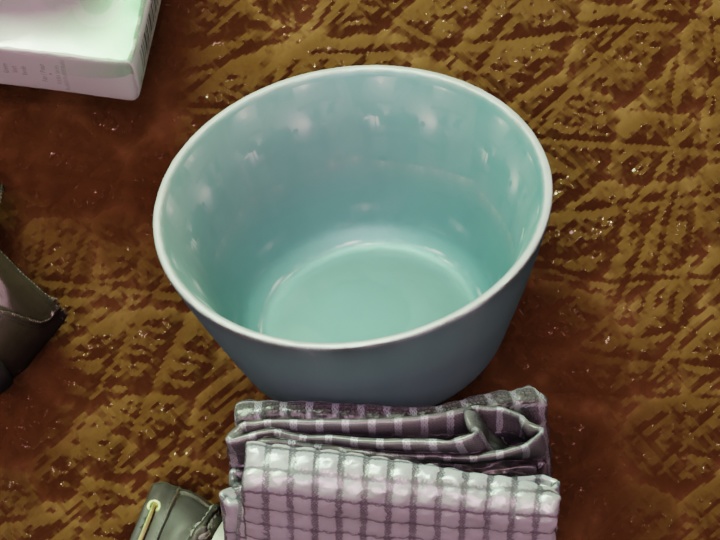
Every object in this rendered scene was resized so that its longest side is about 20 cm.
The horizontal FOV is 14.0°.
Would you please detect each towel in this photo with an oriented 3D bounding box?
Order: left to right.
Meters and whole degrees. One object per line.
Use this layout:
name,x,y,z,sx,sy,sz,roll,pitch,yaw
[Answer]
towel,0.018,0.140,1.462,0.165,0.200,0.086,3,47,5

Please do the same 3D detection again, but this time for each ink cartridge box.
ink cartridge box,-0.199,-0.178,1.540,0.199,0.050,0.161,8,64,3

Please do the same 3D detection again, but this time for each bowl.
bowl,0.000,0.000,1.487,0.200,0.105,0.201,-4,46,4

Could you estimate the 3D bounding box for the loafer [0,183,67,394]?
loafer,-0.224,-0.032,1.553,0.071,0.073,0.200,-32,90,-12

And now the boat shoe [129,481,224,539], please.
boat shoe,-0.128,0.208,1.524,0.060,0.072,0.201,27,81,10
